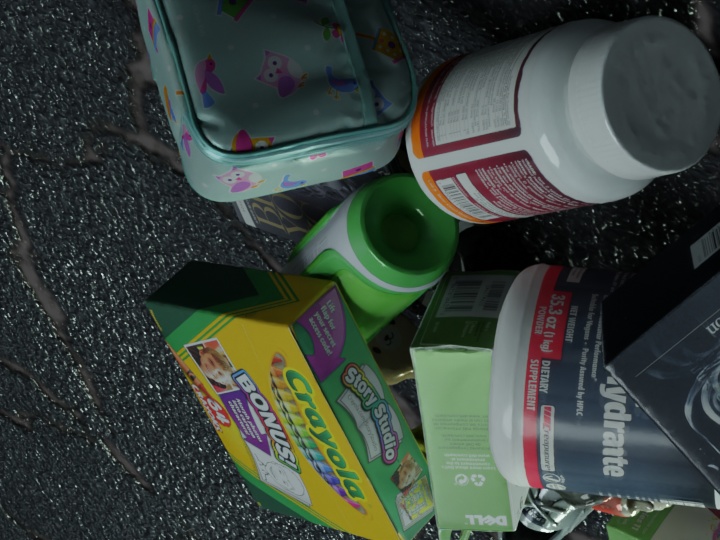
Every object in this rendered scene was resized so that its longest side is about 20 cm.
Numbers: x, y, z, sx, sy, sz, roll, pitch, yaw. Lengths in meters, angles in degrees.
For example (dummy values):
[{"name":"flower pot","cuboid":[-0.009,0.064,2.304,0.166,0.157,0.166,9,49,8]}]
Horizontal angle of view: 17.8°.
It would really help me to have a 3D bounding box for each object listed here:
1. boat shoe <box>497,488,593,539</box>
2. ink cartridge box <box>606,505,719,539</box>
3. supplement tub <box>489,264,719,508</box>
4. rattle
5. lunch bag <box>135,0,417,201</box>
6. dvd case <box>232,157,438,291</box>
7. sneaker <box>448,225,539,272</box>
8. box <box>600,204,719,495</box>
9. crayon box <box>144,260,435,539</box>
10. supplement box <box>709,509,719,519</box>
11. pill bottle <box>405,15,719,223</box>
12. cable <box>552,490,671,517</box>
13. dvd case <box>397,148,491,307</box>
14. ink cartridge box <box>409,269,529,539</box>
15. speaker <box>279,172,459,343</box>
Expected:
[{"name":"boat shoe","cuboid":[0.153,0.177,1.796,0.070,0.072,0.201,38,153,10]},{"name":"ink cartridge box","cuboid":[0.288,0.239,1.709,0.199,0.067,0.118,24,148,34]},{"name":"supplement tub","cuboid":[0.188,0.074,1.434,0.198,0.141,0.141,5,143,14]},{"name":"rattle","cuboid":[0.024,0.063,1.740,0.143,0.129,0.201,83,170,-68]},{"name":"lunch bag","cuboid":[-0.053,-0.152,1.440,0.077,0.159,0.201,108,148,-66]},{"name":"dvd case","cuboid":[-0.038,-0.066,1.702,0.199,0.016,0.149,21,147,37]},{"name":"sneaker","cuboid":[0.102,0.049,1.670,0.090,0.070,0.200,4,139,48]},{"name":"box","cuboid":[0.265,0.039,1.272,0.182,0.200,0.104,46,-164,-11]},{"name":"crayon box","cuboid":[-0.047,0.095,1.656,0.172,0.058,0.201,9,134,51]},{"name":"supplement box","cuboid":[0.237,0.098,1.573,0.200,0.061,0.109,41,154,0]},{"name":"pill bottle","cuboid":[0.121,-0.091,1.388,0.110,0.110,0.200,51,153,-17]},{"name":"cable","cuboid":[0.151,0.159,1.671,0.199,0.097,0.051,-12,100,48]},{"name":"dvd case","cuboid":[0.001,-0.060,1.711,0.200,0.016,0.149,38,153,8]},{"name":"ink cartridge box","cuboid":[0.085,0.111,1.578,0.059,0.104,0.201,0,120,16]},{"name":"speaker","cuboid":[0.000,0.000,1.622,0.088,0.089,0.200,43,153,-2]}]
